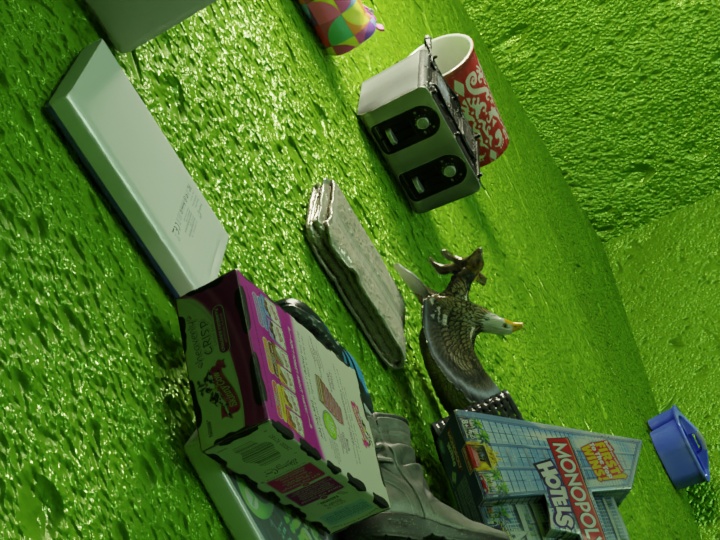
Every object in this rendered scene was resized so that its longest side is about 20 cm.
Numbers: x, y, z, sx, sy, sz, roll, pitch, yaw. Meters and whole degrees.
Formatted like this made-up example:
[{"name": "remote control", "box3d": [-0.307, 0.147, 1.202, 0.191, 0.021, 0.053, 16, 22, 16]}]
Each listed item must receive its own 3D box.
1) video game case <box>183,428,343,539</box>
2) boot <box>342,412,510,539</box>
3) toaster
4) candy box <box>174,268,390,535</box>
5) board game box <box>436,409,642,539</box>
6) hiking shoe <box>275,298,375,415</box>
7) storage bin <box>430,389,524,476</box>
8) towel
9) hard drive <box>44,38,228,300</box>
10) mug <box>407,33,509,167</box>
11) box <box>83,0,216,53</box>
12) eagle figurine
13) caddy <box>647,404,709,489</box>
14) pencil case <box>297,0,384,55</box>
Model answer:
[{"name": "video game case", "box3d": [-0.060, 0.186, 1.131, 0.200, 0.023, 0.182, 63, 16, -10]}, {"name": "boot", "box3d": [0.051, 0.188, 1.247, 0.200, 0.070, 0.132, 24, 41, -43]}, {"name": "toaster", "box3d": [0.089, -0.205, 2.056, 0.181, 0.118, 0.200, 59, 17, -23]}, {"name": "candy box", "box3d": [-0.058, 0.106, 1.108, 0.200, 0.061, 0.137, 44, 25, -50]}, {"name": "board game box", "box3d": [0.199, 0.230, 1.408, 0.062, 0.199, 0.200, 113, -31, -45]}, {"name": "hiking shoe", "box3d": [-0.044, 0.086, 1.273, 0.087, 0.074, 0.200, -110, 176, -47]}, {"name": "storage bin", "box3d": [0.160, 0.247, 1.535, 0.135, 0.094, 0.200, 72, -9, -57]}, {"name": "towel", "box3d": [0.000, 0.000, 1.601, 0.200, 0.034, 0.133, 58, 17, -25]}, {"name": "hard drive", "box3d": [-0.174, -0.076, 1.151, 0.200, 0.025, 0.132, 59, 16, -23]}, {"name": "mug", "box3d": [0.167, -0.292, 2.443, 0.178, 0.133, 0.200, -90, 155, -53]}, {"name": "box", "box3d": [-0.170, -0.338, 1.241, 0.200, 0.199, 0.171, 55, 18, -26]}, {"name": "eagle figurine", "box3d": [0.116, 0.078, 1.670, 0.152, 0.151, 0.200, 24, 69, -37]}, {"name": "caddy", "box3d": [0.751, 0.411, 3.346, 0.200, 0.105, 0.141, 61, 15, -16]}, {"name": "pencil case", "box3d": [-0.052, -0.388, 1.940, 0.200, 0.088, 0.088, 56, 17, -27]}]
